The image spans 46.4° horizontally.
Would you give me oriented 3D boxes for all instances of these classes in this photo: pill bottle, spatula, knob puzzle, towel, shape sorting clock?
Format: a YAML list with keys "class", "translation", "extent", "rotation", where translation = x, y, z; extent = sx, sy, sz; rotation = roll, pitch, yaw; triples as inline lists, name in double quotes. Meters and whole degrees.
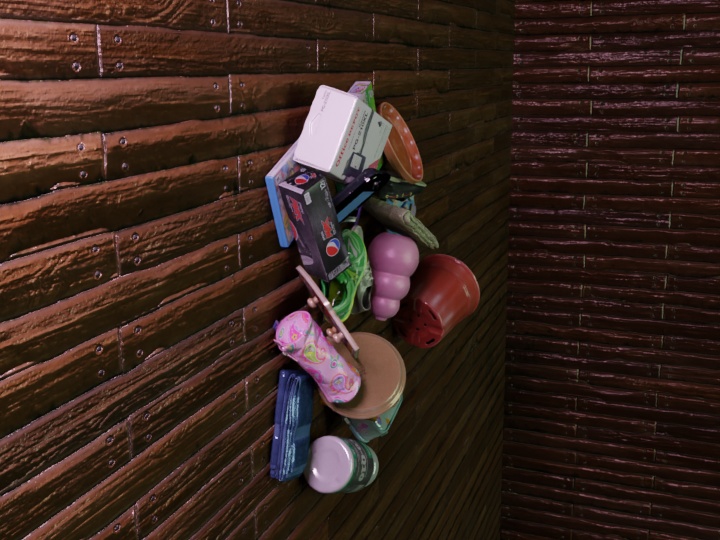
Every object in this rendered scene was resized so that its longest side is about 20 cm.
- class: "pill bottle"
  translation: [-0.036, 0.408, 1.762]
  extent: [0.200, 0.111, 0.115]
  rotation: [33, 63, -67]
- class: "spatula"
  translation: [-0.031, -0.107, 1.798]
  extent: [0.200, 0.020, 0.057]
  rotation: [-27, 135, -64]
- class: "knob puzzle"
  translation: [-0.070, 0.081, 1.587]
  extent: [0.030, 0.220, 0.221]
  rotation: [-33, 144, -6]
- class: "towel"
  translation: [0.091, -0.113, 1.941]
  extent: [0.200, 0.147, 0.037]
  rotation: [34, 83, -56]
- class: "towel"
  translation: [-0.124, 0.291, 1.594]
  extent: [0.111, 0.048, 0.204]
  rotation: [12, 82, -70]
- class: "shape sorting clock"
  translation: [0.101, -0.151, 2.122]
  extent: [0.200, 0.039, 0.204]
  rotation: [4, 90, -70]

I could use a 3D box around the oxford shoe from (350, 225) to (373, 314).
- class: "oxford shoe"
  translation: [0.000, 0.000, 1.847]
  extent: [0.075, 0.057, 0.203]
  rotation: [-31, 124, -62]

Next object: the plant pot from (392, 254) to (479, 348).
- class: "plant pot"
  translation: [0.187, 0.091, 2.214]
  extent: [0.195, 0.198, 0.204]
  rotation: [-44, 135, -49]

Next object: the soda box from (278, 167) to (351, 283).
- class: "soda box"
  translation: [-0.081, -0.080, 1.521]
  extent: [0.063, 0.070, 0.202]
  rotation: [-39, 132, -29]

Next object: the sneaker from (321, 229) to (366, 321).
- class: "sneaker"
  translation: [-0.036, 0.008, 1.736]
  extent: [0.084, 0.073, 0.203]
  rotation: [51, 47, -66]

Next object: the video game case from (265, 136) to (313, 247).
- class: "video game case"
  translation: [-0.116, -0.158, 1.567]
  extent: [0.201, 0.018, 0.145]
  rotation: [-60, 147, -50]

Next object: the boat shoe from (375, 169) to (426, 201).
- class: "boat shoe"
  translation: [0.093, -0.202, 2.022]
  extent: [0.200, 0.073, 0.064]
  rotation: [-7, 122, -59]

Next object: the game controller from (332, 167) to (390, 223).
- class: "game controller"
  translation: [-0.027, -0.123, 1.607]
  extent: [0.042, 0.199, 0.104]
  rotation: [57, 21, 17]

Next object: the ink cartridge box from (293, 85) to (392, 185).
- class: "ink cartridge box"
  translation: [-0.030, -0.244, 1.587]
  extent: [0.200, 0.083, 0.147]
  rotation: [15, 97, -68]

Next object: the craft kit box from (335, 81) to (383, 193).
- class: "craft kit box"
  translation: [-0.010, -0.269, 1.798]
  extent: [0.198, 0.048, 0.202]
  rotation: [-58, 146, -47]

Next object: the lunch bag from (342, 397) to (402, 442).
- class: "lunch bag"
  translation: [0.015, 0.276, 1.841]
  extent: [0.162, 0.076, 0.200]
  rotation: [58, 27, -9]

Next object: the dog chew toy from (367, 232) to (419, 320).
- class: "dog chew toy"
  translation: [0.066, 0.016, 1.960]
  extent: [0.124, 0.123, 0.203]
  rotation: [3, 99, -69]

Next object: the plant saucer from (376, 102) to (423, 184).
- class: "plant saucer"
  translation: [0.087, -0.296, 1.972]
  extent: [0.201, 0.032, 0.202]
  rotation: [49, 27, -36]

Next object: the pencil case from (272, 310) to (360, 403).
- class: "pencil case"
  translation: [-0.079, 0.163, 1.560]
  extent: [0.201, 0.086, 0.088]
  rotation: [51, 44, -35]

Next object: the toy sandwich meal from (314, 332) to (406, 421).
- class: "toy sandwich meal"
  translation: [-0.007, 0.215, 1.692]
  extent: [0.071, 0.202, 0.208]
  rotation: [92, 13, -59]
